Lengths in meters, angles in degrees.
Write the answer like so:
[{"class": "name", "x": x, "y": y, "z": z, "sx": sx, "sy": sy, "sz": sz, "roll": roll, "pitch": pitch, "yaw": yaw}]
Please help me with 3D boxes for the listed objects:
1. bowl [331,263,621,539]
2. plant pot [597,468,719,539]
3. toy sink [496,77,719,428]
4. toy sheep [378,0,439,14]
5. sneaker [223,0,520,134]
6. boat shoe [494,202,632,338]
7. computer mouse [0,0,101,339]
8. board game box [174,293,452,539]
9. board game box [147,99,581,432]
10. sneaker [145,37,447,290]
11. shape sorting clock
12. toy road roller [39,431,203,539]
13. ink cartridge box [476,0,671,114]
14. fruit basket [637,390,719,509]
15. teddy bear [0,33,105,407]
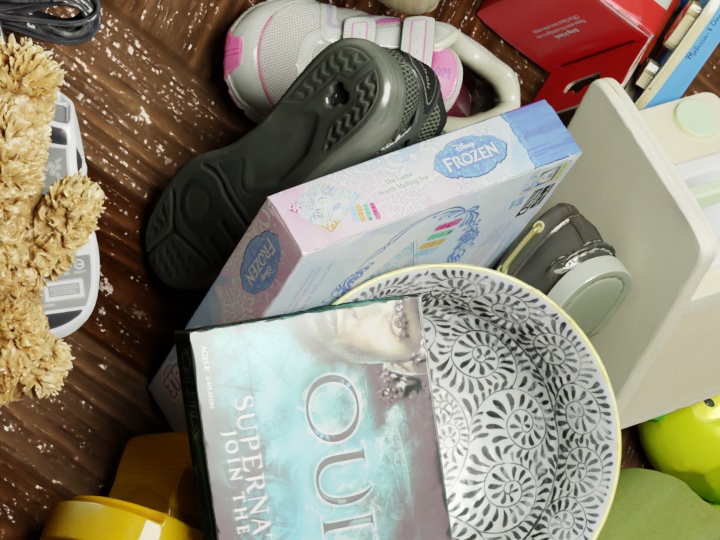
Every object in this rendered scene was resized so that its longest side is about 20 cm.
[{"class": "bowl", "x": 0.035, "y": 0.095, "z": 1.656, "sx": 0.200, "sy": 0.094, "sz": 0.202, "roll": 0, "pitch": 91, "yaw": -14}, {"class": "plant pot", "x": 0.137, "y": 0.215, "z": 1.769, "sx": 0.190, "sy": 0.200, "sz": 0.201, "roll": -42, "pitch": 112, "yaw": -42}, {"class": "toy sink", "x": 0.181, "y": -0.019, "z": 1.759, "sx": 0.112, "sy": 0.200, "sz": 0.131, "roll": -17, "pitch": 61, "yaw": -27}, {"class": "toy sheep", "x": 0.020, "y": -0.235, "z": 1.729, "sx": 0.137, "sy": 0.138, "sz": 0.201, "roll": 16, "pitch": 50, "yaw": -34}, {"class": "sneaker", "x": 0.013, "y": -0.117, "z": 1.738, "sx": 0.199, "sy": 0.088, "sz": 0.082, "roll": 5, "pitch": 85, "yaw": -36}, {"class": "boat shoe", "x": 0.080, "y": 0.045, "z": 1.742, "sx": 0.072, "sy": 0.201, "sz": 0.061, "roll": 1, "pitch": 49, "yaw": -46}, {"class": "computer mouse", "x": -0.186, "y": -0.061, "z": 1.611, "sx": 0.109, "sy": 0.044, "sz": 0.201, "roll": -6, "pitch": 98, "yaw": -9}, {"class": "board game box", "x": -0.019, "y": 0.120, "z": 1.569, "sx": 0.135, "sy": 0.028, "sz": 0.201, "roll": -9, "pitch": 94, "yaw": -23}, {"class": "board game box", "x": 0.000, "y": 0.000, "z": 1.661, "sx": 0.199, "sy": 0.200, "sz": 0.043, "roll": -22, "pitch": 70, "yaw": -36}, {"class": "sneaker", "x": -0.027, "y": -0.053, "z": 1.663, "sx": 0.114, "sy": 0.199, "sz": 0.076, "roll": 4, "pitch": 50, "yaw": -55}, {"class": "shape sorting clock", "x": 0.201, "y": -0.166, "z": 1.820, "sx": 0.039, "sy": 0.200, "sz": 0.200, "roll": 32, "pitch": 68, "yaw": -8}, {"class": "toy road roller", "x": -0.083, "y": 0.175, "z": 1.632, "sx": 0.200, "sy": 0.123, "sz": 0.147, "roll": 30, "pitch": 70, "yaw": -30}, {"class": "ink cartridge box", "x": 0.147, "y": -0.195, "z": 1.818, "sx": 0.067, "sy": 0.116, "sz": 0.201, "roll": 36, "pitch": 67, "yaw": -19}, {"class": "fruit basket", "x": 0.255, "y": 0.118, "z": 1.880, "sx": 0.215, "sy": 0.155, "sz": 0.217, "roll": -16, "pitch": 111, "yaw": -46}, {"class": "teddy bear", "x": -0.204, "y": -0.026, "z": 1.556, "sx": 0.144, "sy": 0.067, "sz": 0.201, "roll": 15, "pitch": 95, "yaw": -6}]
